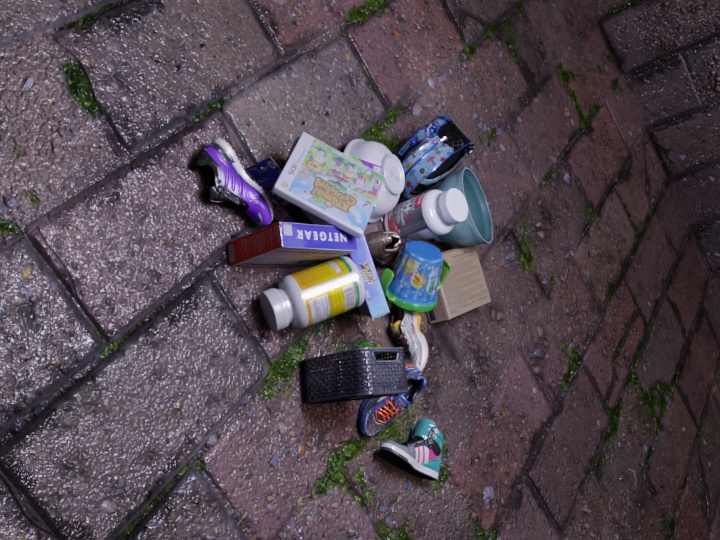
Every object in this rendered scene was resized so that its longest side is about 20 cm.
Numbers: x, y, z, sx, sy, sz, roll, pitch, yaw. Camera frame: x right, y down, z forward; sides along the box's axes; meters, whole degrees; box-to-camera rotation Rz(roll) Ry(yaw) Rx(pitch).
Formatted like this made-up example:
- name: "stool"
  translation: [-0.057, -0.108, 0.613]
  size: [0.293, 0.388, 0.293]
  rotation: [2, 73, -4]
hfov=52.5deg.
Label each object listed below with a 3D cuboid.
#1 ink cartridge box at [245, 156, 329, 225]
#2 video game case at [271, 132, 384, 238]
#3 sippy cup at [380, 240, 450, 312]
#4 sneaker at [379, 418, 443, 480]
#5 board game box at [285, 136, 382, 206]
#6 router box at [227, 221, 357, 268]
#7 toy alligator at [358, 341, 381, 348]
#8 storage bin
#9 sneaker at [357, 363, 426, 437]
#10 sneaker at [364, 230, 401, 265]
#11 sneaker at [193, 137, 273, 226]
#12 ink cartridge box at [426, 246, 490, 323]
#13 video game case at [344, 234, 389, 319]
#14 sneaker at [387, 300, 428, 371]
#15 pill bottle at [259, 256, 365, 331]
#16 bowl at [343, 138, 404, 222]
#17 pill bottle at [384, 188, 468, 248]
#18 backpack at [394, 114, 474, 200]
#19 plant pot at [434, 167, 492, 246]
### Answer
- name: "ink cartridge box"
  translation: [-0.157, -0.144, 1.535]
  size: [0.200, 0.094, 0.037]
  rotation: [50, 53, -22]
- name: "video game case"
  translation: [-0.060, -0.176, 1.482]
  size: [0.198, 0.022, 0.183]
  rotation: [28, 49, -8]
- name: "sippy cup"
  translation: [0.133, 0.007, 1.718]
  size: [0.138, 0.132, 0.178]
  rotation: [21, 29, 9]
- name: "sneaker"
  translation: [0.125, 0.393, 1.669]
  size: [0.200, 0.083, 0.122]
  rotation: [39, 58, -40]
- name: "board game box"
  translation: [-0.067, -0.191, 1.579]
  size: [0.198, 0.103, 0.106]
  rotation: [17, 64, -13]
- name: "router box"
  translation: [-0.136, -0.047, 1.469]
  size: [0.198, 0.178, 0.050]
  rotation: [2, 77, -45]
- name: "toy alligator"
  translation: [0.043, 0.203, 1.671]
  size: [0.200, 0.059, 0.055]
  rotation: [38, 18, -51]
- name: "storage bin"
  translation: [-0.013, 0.218, 1.499]
  size: [0.134, 0.199, 0.095]
  rotation: [6, 74, -43]
- name: "sneaker"
  translation: [0.071, 0.289, 1.625]
  size: [0.200, 0.078, 0.075]
  rotation: [-48, 109, -16]
- name: "sneaker"
  translation: [0.068, -0.054, 1.710]
  size: [0.200, 0.075, 0.071]
  rotation: [0, 78, -68]
- name: "sneaker"
  translation: [-0.262, -0.157, 1.462]
  size: [0.201, 0.069, 0.100]
  rotation: [53, 54, -15]
- name: "ink cartridge box"
  translation: [0.239, 0.032, 1.896]
  size: [0.199, 0.075, 0.167]
  rotation: [-16, 88, -45]
- name: "video game case"
  translation: [0.000, 0.000, 1.600]
  size: [0.045, 0.181, 0.202]
  rotation: [-19, 92, -7]
- name: "sneaker"
  translation: [0.103, 0.156, 1.733]
  size: [0.081, 0.078, 0.203]
  rotation: [6, 65, -39]
- name: "pill bottle"
  translation: [-0.100, 0.052, 1.495]
  size: [0.198, 0.113, 0.114]
  rotation: [-21, 93, -24]
- name: "bowl"
  translation: [0.044, -0.220, 1.734]
  size: [0.200, 0.089, 0.204]
  rotation: [17, 70, -54]
- name: "pill bottle"
  translation: [0.161, -0.131, 1.775]
  size: [0.110, 0.199, 0.112]
  rotation: [16, 66, -40]
- name: "backpack"
  translation: [0.161, -0.276, 1.836]
  size: [0.135, 0.182, 0.200]
  rotation: [49, 51, 1]
- name: "plant pot"
  translation: [0.245, -0.148, 1.893]
  size: [0.200, 0.133, 0.202]
  rotation: [45, 36, -46]
